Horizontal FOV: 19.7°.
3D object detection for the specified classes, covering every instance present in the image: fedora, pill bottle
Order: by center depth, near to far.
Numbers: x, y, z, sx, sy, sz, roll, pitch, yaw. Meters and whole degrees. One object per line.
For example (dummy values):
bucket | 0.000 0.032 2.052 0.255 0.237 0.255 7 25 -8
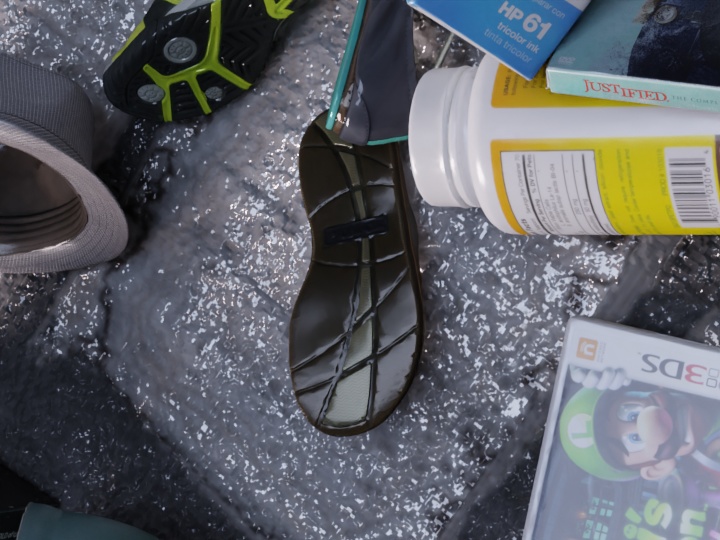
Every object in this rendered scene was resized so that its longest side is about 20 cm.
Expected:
pill bottle | 0.132 -0.074 1.124 0.200 0.109 0.109 1 88 24
fedora | -0.232 -0.076 1.281 0.200 0.177 0.090 -6 56 24

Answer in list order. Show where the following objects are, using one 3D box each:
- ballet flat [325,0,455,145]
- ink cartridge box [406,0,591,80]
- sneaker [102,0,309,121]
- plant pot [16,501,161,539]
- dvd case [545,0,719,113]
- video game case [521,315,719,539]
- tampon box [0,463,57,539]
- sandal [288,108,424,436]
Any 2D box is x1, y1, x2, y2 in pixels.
ballet flat | 0.027 -0.166 1.201 0.073 0.073 0.200 4 78 24
ink cartridge box | 0.107 -0.219 1.079 0.085 0.145 0.200 30 110 -16
sneaker | -0.080 -0.168 1.255 0.200 0.075 0.076 -40 39 23
plant pot | -0.135 0.240 1.202 0.134 0.200 0.201 5 90 -3
dvd case | 0.196 -0.160 1.083 0.146 0.022 0.200 10 52 25
video game case | 0.180 0.141 1.141 0.182 0.023 0.200 13 93 24
tampon box | -0.313 0.202 1.290 0.126 0.150 0.200 31 100 21
sandal | 0.000 0.000 1.216 0.082 0.055 0.200 -12 69 17
